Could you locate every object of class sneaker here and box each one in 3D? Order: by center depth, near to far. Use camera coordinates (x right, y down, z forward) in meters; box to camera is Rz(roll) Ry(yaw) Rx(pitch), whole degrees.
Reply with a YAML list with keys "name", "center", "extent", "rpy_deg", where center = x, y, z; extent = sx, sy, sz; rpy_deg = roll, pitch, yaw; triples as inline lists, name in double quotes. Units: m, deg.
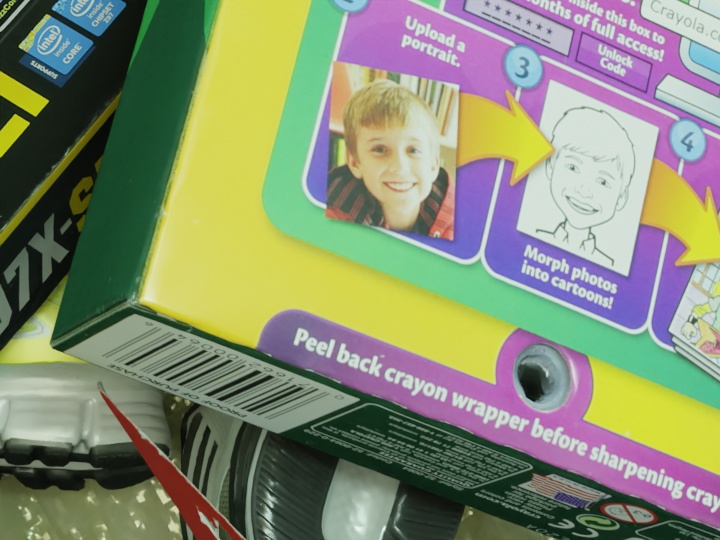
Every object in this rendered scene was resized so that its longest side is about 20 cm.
- name: "sneaker"
  center: [0.000, 0.000, 0.785]
  extent: [0.076, 0.115, 0.201]
  rpy_deg: [31, 71, -19]
- name: "sneaker"
  center: [-0.147, 0.008, 0.816]
  extent: [0.200, 0.078, 0.091]
  rpy_deg: [6, 77, 2]

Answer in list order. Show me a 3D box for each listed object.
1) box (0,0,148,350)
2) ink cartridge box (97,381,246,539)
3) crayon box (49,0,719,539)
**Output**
- name: "box"
  center: [-0.149, -0.040, 0.775]
  extent: [0.160, 0.049, 0.200]
  rpy_deg: [32, 69, 19]
- name: "ink cartridge box"
  center: [-0.004, 0.136, 0.669]
  extent: [0.050, 0.161, 0.200]
  rpy_deg: [-38, 117, -9]
- name: "crayon box"
  center: [0.044, -0.031, 0.713]
  extent: [0.200, 0.058, 0.173]
  rpy_deg: [22, 68, -21]
